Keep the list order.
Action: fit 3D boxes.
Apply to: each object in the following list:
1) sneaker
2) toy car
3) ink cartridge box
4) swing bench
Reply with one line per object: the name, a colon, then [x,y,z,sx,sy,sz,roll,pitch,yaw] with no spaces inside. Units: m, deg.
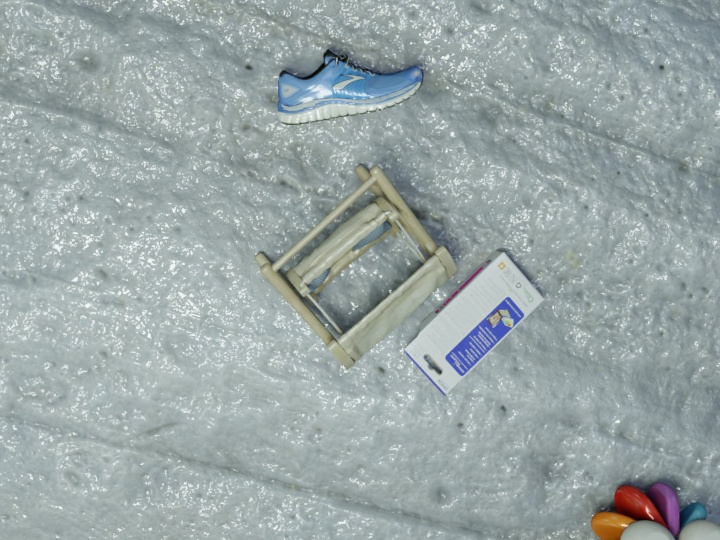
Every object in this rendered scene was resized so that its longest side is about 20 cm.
sneaker: [-0.014,-0.247,1.166,0.198,0.079,0.090,-11,102,-8]
toy car: [0.431,0.386,1.302,0.198,0.175,0.151,2,61,-9]
ink cartridge box: [0.157,0.073,1.260,0.200,0.037,0.095,-44,103,-4]
swing bench: [0.000,0.000,1.175,0.199,0.130,0.200,-42,102,-3]
